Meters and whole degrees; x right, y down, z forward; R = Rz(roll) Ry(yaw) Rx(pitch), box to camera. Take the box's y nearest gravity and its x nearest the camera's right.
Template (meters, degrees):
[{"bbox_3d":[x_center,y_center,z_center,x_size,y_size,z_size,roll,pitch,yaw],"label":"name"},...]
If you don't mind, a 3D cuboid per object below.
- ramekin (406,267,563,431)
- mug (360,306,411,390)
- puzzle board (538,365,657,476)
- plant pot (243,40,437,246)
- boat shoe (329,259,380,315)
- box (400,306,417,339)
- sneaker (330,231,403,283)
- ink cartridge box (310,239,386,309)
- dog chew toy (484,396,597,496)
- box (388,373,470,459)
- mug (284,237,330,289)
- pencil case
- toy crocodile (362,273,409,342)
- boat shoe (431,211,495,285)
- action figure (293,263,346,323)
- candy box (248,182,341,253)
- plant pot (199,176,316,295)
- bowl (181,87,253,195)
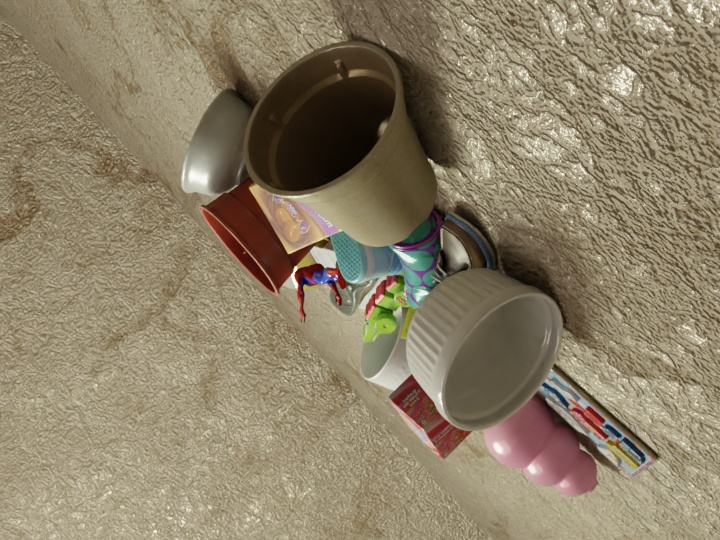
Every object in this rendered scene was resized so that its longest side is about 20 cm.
[{"bbox_3d":[0.151,0.093,1.068,0.105,0.200,0.201,39,166,46],"label":"ramekin"},{"bbox_3d":[0.122,0.139,1.445,0.174,0.149,0.200,23,142,-19],"label":"mug"},{"bbox_3d":[0.345,0.229,1.257,0.200,0.017,0.151,43,167,20],"label":"puzzle board"},{"bbox_3d":[-0.004,-0.128,0.976,0.200,0.201,0.183,36,175,39],"label":"plant pot"},{"bbox_3d":[0.001,0.001,1.405,0.074,0.065,0.203,36,145,12],"label":"boat shoe"},{"bbox_3d":[0.162,0.105,1.197,0.199,0.051,0.075,20,176,-19],"label":"box"},{"bbox_3d":[0.016,-0.077,1.279,0.079,0.130,0.202,-28,69,50],"label":"sneaker"},{"bbox_3d":[0.017,0.017,1.529,0.199,0.043,0.197,19,154,35],"label":"ink cartridge box"},{"bbox_3d":[0.304,0.295,1.381,0.199,0.125,0.125,37,166,7],"label":"dog chew toy"},{"bbox_3d":[0.156,0.180,1.309,0.095,0.200,0.100,36,164,45],"label":"box"},{"bbox_3d":[-0.098,-0.069,1.608,0.154,0.185,0.150,77,-170,-50],"label":"mug"},{"bbox_3d":[0.090,-0.010,1.199,0.200,0.092,0.086,67,-163,-54],"label":"pencil case"},{"bbox_3d":[0.047,0.044,1.382,0.061,0.068,0.200,20,133,-16],"label":"toy crocodile"},{"bbox_3d":[0.137,0.004,1.121,0.072,0.072,0.200,37,164,37],"label":"boat shoe"},{"bbox_3d":[-0.053,0.035,1.365,0.200,0.065,0.100,3,106,62],"label":"action figure"},{"bbox_3d":[-0.054,-0.111,1.182,0.199,0.056,0.117,-21,105,39],"label":"candy box"},{"bbox_3d":[-0.140,-0.097,1.441,0.201,0.195,0.201,44,168,12],"label":"plant pot"},{"bbox_3d":[-0.229,-0.210,1.472,0.090,0.202,0.201,26,166,3],"label":"bowl"}]
